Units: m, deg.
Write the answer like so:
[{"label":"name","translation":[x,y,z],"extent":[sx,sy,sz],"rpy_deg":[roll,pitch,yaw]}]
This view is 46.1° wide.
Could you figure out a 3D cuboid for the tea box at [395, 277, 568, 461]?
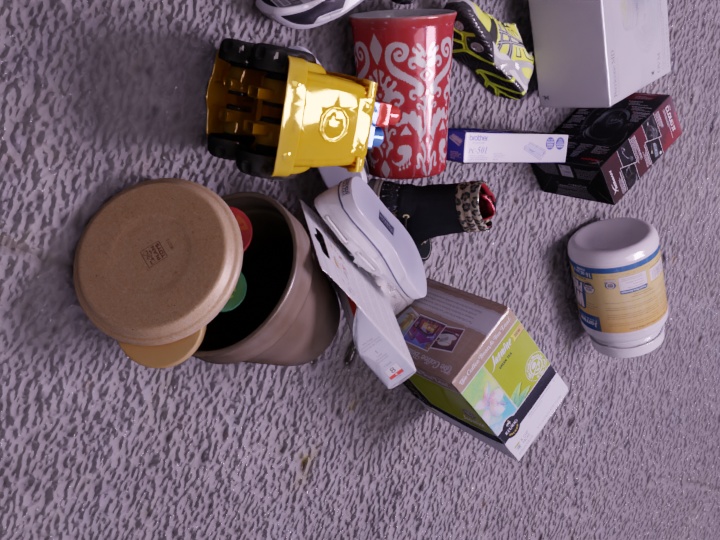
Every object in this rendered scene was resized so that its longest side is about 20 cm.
[{"label":"tea box","translation":[0.148,0.133,1.198],"extent":[0.134,0.200,0.197],"rpy_deg":[-51,125,-13]}]

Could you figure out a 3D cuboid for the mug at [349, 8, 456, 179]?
[{"label":"mug","translation":[0.074,-0.231,1.098],"extent":[0.177,0.133,0.201],"rpy_deg":[-14,113,-30]}]

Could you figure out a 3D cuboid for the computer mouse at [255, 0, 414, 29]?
[{"label":"computer mouse","translation":[-0.032,-0.331,1.028],"extent":[0.199,0.110,0.044],"rpy_deg":[-21,136,-17]}]

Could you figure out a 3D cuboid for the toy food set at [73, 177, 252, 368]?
[{"label":"toy food set","translation":[-0.216,-0.010,0.927],"extent":[0.198,0.200,0.049],"rpy_deg":[-48,161,-8]}]

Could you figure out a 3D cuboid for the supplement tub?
[{"label":"supplement tub","translation":[0.430,0.028,1.408],"extent":[0.144,0.144,0.201],"rpy_deg":[-30,117,-26]}]

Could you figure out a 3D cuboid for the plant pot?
[{"label":"plant pot","translation":[-0.116,0.033,1.009],"extent":[0.201,0.200,0.173],"rpy_deg":[-60,144,-8]}]

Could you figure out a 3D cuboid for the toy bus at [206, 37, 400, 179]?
[{"label":"toy bus","translation":[-0.062,-0.181,0.960],"extent":[0.191,0.200,0.136],"rpy_deg":[-2,108,-33]}]

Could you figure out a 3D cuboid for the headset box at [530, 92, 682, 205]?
[{"label":"headset box","translation":[0.384,-0.201,1.314],"extent":[0.200,0.149,0.077],"rpy_deg":[-43,123,-20]}]

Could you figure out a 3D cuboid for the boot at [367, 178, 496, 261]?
[{"label":"boot","translation":[0.105,-0.059,1.116],"extent":[0.204,0.153,0.074],"rpy_deg":[47,48,-59]}]

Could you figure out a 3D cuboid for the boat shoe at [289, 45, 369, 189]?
[{"label":"boat shoe","translation":[-0.041,-0.186,1.063],"extent":[0.201,0.070,0.066],"rpy_deg":[61,21,-8]}]

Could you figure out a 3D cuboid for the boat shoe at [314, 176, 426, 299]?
[{"label":"boat shoe","translation":[0.016,-0.034,1.047],"extent":[0.200,0.065,0.074],"rpy_deg":[54,32,-32]}]

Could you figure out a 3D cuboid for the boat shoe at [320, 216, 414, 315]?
[{"label":"boat shoe","translation":[0.000,0.000,1.138],"extent":[0.069,0.071,0.200],"rpy_deg":[-48,123,-8]}]

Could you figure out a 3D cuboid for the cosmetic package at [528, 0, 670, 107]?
[{"label":"cosmetic package","translation":[0.354,-0.363,1.245],"extent":[0.200,0.123,0.200],"rpy_deg":[-31,118,-37]}]

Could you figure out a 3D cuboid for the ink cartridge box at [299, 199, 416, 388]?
[{"label":"ink cartridge box","translation":[-0.018,0.029,1.018],"extent":[0.050,0.162,0.200],"rpy_deg":[-36,124,11]}]

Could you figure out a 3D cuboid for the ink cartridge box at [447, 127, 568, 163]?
[{"label":"ink cartridge box","translation":[0.194,-0.180,1.216],"extent":[0.199,0.094,0.044],"rpy_deg":[-6,105,-35]}]

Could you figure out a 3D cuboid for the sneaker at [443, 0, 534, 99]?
[{"label":"sneaker","translation":[0.179,-0.323,1.190],"extent":[0.200,0.075,0.077],"rpy_deg":[37,72,-46]}]
